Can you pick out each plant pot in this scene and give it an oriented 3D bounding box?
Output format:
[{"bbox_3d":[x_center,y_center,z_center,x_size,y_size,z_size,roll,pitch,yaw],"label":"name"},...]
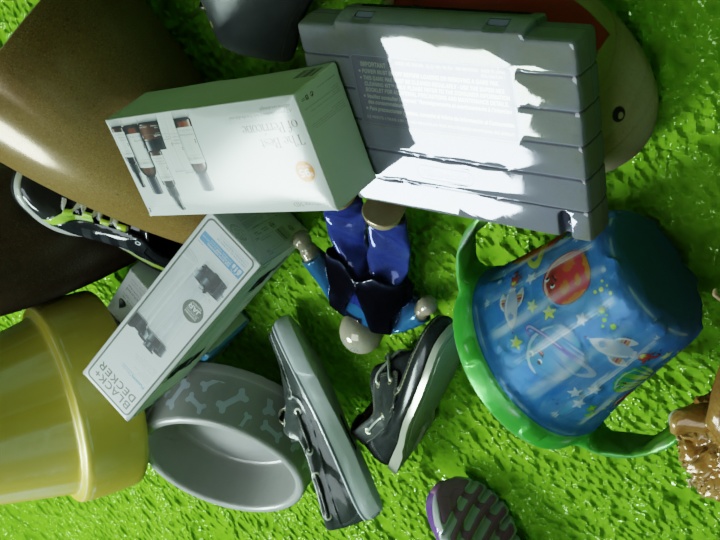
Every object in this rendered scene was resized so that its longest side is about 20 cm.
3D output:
[{"bbox_3d":[-0.330,0.141,1.001,0.200,0.186,0.204,34,132,49],"label":"plant pot"},{"bbox_3d":[-0.194,-0.120,0.843,0.199,0.188,0.186,40,140,-13],"label":"plant pot"},{"bbox_3d":[-0.329,-0.040,0.986,0.185,0.200,0.190,23,134,26],"label":"plant pot"}]

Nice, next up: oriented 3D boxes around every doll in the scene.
[{"bbox_3d":[0.000,0.000,0.829,0.135,0.049,0.202,24,148,18],"label":"doll"}]

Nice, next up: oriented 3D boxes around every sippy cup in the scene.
[{"bbox_3d":[0.152,0.032,0.688,0.176,0.142,0.130,28,134,-26],"label":"sippy cup"}]

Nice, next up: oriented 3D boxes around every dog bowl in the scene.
[{"bbox_3d":[-0.132,0.175,1.031,0.196,0.059,0.202,10,142,8],"label":"dog bowl"}]

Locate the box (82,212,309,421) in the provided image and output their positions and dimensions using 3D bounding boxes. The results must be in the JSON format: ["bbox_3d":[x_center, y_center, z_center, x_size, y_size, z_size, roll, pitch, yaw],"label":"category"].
[{"bbox_3d":[-0.141,0.028,0.884,0.060,0.117,0.200,43,115,3],"label":"box"}]

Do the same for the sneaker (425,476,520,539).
[{"bbox_3d":[0.116,0.281,0.942,0.201,0.080,0.088,54,146,-8],"label":"sneaker"}]

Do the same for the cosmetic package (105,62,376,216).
[{"bbox_3d":[-0.088,-0.085,0.708,0.197,0.051,0.084,1,124,42],"label":"cosmetic package"}]

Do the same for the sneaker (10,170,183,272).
[{"bbox_3d":[-0.212,-0.055,0.924,0.198,0.073,0.082,24,165,-31],"label":"sneaker"}]

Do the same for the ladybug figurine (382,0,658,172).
[{"bbox_3d":[0.091,-0.124,0.656,0.198,0.072,0.137,29,136,21],"label":"ladybug figurine"}]

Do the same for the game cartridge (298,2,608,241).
[{"bbox_3d":[0.055,-0.096,0.629,0.197,0.038,0.132,14,126,36],"label":"game cartridge"}]

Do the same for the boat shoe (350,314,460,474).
[{"bbox_3d":[0.036,0.102,0.874,0.067,0.072,0.201,38,143,15],"label":"boat shoe"}]

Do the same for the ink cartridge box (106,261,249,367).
[{"bbox_3d":[-0.209,0.071,1.066,0.116,0.068,0.200,47,139,2],"label":"ink cartridge box"}]

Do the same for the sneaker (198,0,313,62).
[{"bbox_3d":[-0.119,-0.237,0.747,0.199,0.075,0.107,37,135,12],"label":"sneaker"}]

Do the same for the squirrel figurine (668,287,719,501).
[{"bbox_3d":[0.250,0.062,0.572,0.140,0.187,0.203,21,132,27],"label":"squirrel figurine"}]

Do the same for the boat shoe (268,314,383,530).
[{"bbox_3d":[-0.044,0.141,0.940,0.056,0.069,0.203,-25,84,4],"label":"boat shoe"}]
